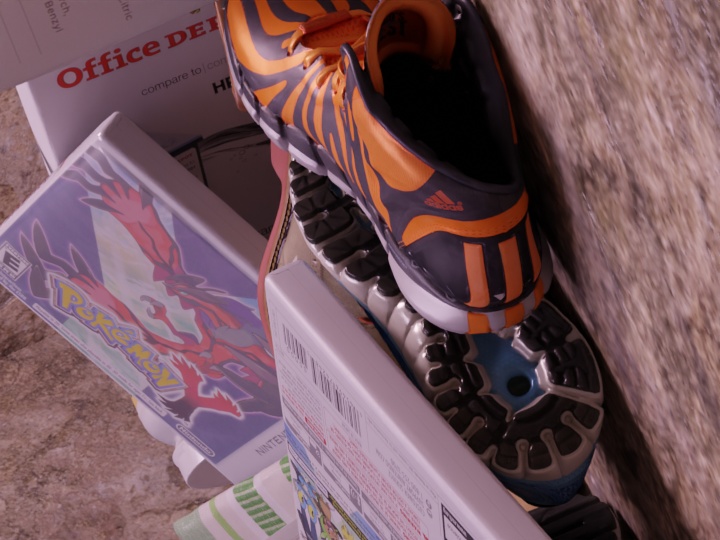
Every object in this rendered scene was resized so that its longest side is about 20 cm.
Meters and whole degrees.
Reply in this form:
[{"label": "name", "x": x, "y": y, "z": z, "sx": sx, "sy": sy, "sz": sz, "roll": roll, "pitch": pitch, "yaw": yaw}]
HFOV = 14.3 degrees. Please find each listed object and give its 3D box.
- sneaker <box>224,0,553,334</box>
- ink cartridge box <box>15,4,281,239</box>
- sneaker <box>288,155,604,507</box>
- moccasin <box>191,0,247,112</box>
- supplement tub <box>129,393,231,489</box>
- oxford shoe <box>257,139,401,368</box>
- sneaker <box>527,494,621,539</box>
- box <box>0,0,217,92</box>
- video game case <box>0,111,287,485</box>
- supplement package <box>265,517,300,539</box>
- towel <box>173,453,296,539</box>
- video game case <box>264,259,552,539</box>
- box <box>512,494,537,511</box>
[{"label": "sneaker", "x": 0.009, "y": -0.078, "z": 1.070, "sx": 0.200, "sy": 0.077, "sz": 0.112, "roll": 49, "pitch": 160, "yaw": 34}, {"label": "ink cartridge box", "x": -0.098, "y": -0.084, "z": 1.507, "sx": 0.201, "sy": 0.146, "sz": 0.086, "roll": 74, "pitch": 171, "yaw": -45}, {"label": "sneaker", "x": 0.032, "y": 0.015, "z": 1.137, "sx": 0.090, "sy": 0.078, "sz": 0.201, "roll": 72, "pitch": 172, "yaw": -59}, {"label": "moccasin", "x": -0.073, "y": -0.153, "z": 1.377, "sx": 0.074, "sy": 0.077, "sz": 0.202, "roll": 79, "pitch": 166, "yaw": -60}, {"label": "supplement tub", "x": -0.096, "y": 0.025, "z": 1.854, "sx": 0.145, "sy": 0.145, "sz": 0.201, "roll": 89, "pitch": 157, "yaw": -72}, {"label": "oxford shoe", "x": 0.000, "y": 0.000, "z": 1.259, "sx": 0.075, "sy": 0.070, "sz": 0.201, "roll": 42, "pitch": 145, "yaw": 46}, {"label": "sneaker", "x": 0.093, "y": 0.161, "z": 1.143, "sx": 0.091, "sy": 0.078, "sz": 0.200, "roll": 68, "pitch": 173, "yaw": -25}, {"label": "box", "x": -0.158, "y": -0.215, "z": 1.217, "sx": 0.199, "sy": 0.130, "sz": 0.201, "roll": -122, "pitch": 11, "yaw": -55}, {"label": "video game case", "x": -0.089, "y": 0.023, "z": 1.466, "sx": 0.200, "sy": 0.023, "sz": 0.182, "roll": 42, "pitch": 147, "yaw": -8}, {"label": "supplement package", "x": 0.040, "y": 0.229, "z": 1.305, "sx": 0.200, "sy": 0.147, "sz": 0.192, "roll": 44, "pitch": 161, "yaw": 37}, {"label": "towel", "x": 0.000, "y": 0.157, "z": 1.497, "sx": 0.153, "sy": 0.023, "sz": 0.200, "roll": 47, "pitch": 144, "yaw": -6}, {"label": "video game case", "x": 0.027, "y": 0.119, "z": 1.118, "sx": 0.200, "sy": 0.022, "sz": 0.183, "roll": 47, "pitch": 154, "yaw": 41}, {"label": "box", "x": 0.061, "y": 0.077, "z": 1.337, "sx": 0.164, "sy": 0.021, "sz": 0.200, "roll": 74, "pitch": 169, "yaw": -48}]
